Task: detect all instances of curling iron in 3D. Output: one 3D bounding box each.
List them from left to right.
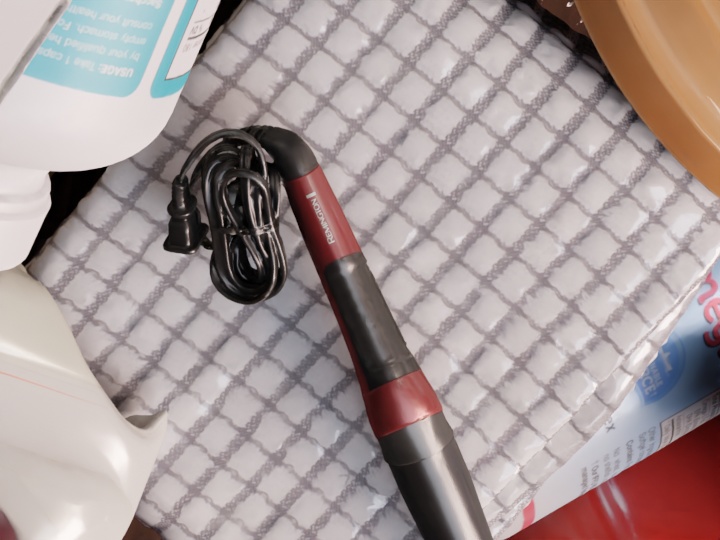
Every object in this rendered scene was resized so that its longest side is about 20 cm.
[{"bbox_3d":[0.005,0.042,0.832,0.050,0.026,0.200,-20,111,31],"label":"curling iron"}]

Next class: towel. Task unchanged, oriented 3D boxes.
[{"bbox_3d":[0.000,0.000,0.874,0.166,0.086,0.200,38,106,-7],"label":"towel"}]

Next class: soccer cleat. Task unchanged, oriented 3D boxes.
[{"bbox_3d":[-0.137,0.008,0.799,0.200,0.069,0.078,47,57,-20],"label":"soccer cleat"}]

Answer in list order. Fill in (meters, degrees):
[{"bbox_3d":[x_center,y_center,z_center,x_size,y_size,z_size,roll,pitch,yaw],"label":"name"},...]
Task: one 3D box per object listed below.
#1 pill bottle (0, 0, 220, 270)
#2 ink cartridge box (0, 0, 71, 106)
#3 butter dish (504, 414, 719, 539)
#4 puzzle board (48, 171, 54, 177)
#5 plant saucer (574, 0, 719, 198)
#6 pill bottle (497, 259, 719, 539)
[{"bbox_3d":[-0.080,-0.103,0.726,0.111,0.111,0.200,9,113,-42],"label":"pill bottle"},{"bbox_3d":[-0.190,-0.078,0.617,0.147,0.200,0.146,18,116,-46],"label":"ink cartridge box"},{"bbox_3d":[0.080,0.119,1.059,0.148,0.200,0.200,12,124,-16],"label":"butter dish"},{"bbox_3d":[-0.148,-0.049,0.825,0.151,0.017,0.200,18,116,-44],"label":"puzzle board"},{"bbox_3d":[0.139,-0.104,0.856,0.200,0.201,0.032,1,162,-38],"label":"plant saucer"},{"bbox_3d":[0.099,0.001,0.988,0.200,0.109,0.109,-30,141,-10],"label":"pill bottle"}]
